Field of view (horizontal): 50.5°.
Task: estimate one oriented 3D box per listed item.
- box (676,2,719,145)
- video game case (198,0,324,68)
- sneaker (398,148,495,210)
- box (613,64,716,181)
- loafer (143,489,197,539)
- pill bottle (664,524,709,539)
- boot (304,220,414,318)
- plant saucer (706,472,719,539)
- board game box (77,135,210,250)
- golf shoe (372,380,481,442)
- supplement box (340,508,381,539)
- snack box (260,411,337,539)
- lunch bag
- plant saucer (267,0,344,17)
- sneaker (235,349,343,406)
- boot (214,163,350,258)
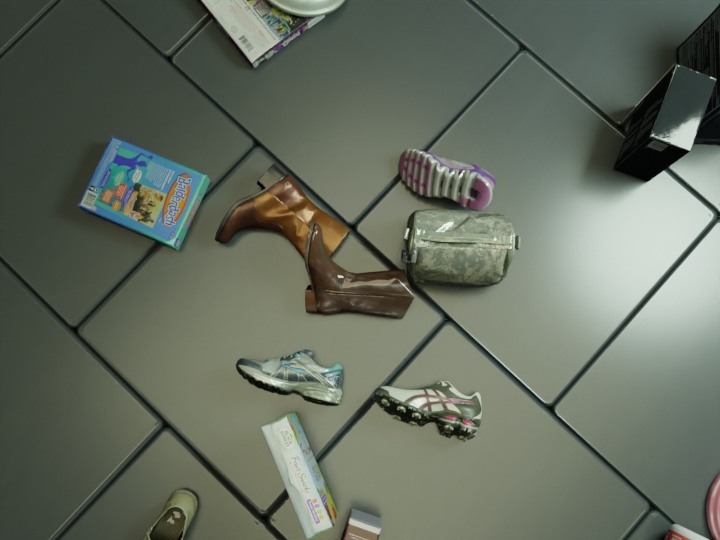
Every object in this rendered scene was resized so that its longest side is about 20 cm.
[{"bbox_3d":[0.676,-0.354,1.392,0.123,0.198,0.200,2,82,1],"label":"box"},{"bbox_3d":[-0.201,-0.528,1.507,0.181,0.036,0.200,-39,83,-6],"label":"video game case"},{"bbox_3d":[0.168,-0.178,1.437,0.200,0.088,0.081,25,124,22],"label":"sneaker"},{"bbox_3d":[0.544,-0.260,1.377,0.079,0.200,0.141,19,83,4],"label":"box"},{"bbox_3d":[-0.352,0.485,1.343,0.076,0.068,0.200,19,82,3],"label":"loafer"},{"bbox_3d":[0.549,0.549,1.301,0.116,0.116,0.200,26,82,4],"label":"pill bottle"},{"bbox_3d":[0.000,0.000,1.391,0.200,0.064,0.187,2,115,4],"label":"boot"},{"bbox_3d":[0.721,0.433,1.350,0.200,0.051,0.201,0,81,0],"label":"plant saucer"},{"bbox_3d":[-0.408,-0.146,1.448,0.200,0.045,0.152,23,82,4],"label":"board game box"},{"bbox_3d":[0.122,0.240,1.383,0.200,0.077,0.088,19,62,1],"label":"golf shoe"},{"bbox_3d":[-0.022,0.523,1.314,0.061,0.109,0.200,18,81,4],"label":"supplement box"},{"bbox_3d":[-0.103,0.350,1.323,0.053,0.142,0.200,-24,82,-3],"label":"snack box"},{"bbox_3d":[0.173,-0.046,1.366,0.200,0.168,0.140,3,81,1],"label":"lunch bag"},{"bbox_3d":[-0.112,-0.589,1.481,0.200,0.050,0.200,5,69,-12],"label":"plant saucer"},{"bbox_3d":[-0.126,0.184,1.392,0.200,0.078,0.086,16,70,-4],"label":"sneaker"},{"bbox_3d":[-0.149,-0.069,1.440,0.200,0.068,0.188,44,81,-4],"label":"boot"}]
